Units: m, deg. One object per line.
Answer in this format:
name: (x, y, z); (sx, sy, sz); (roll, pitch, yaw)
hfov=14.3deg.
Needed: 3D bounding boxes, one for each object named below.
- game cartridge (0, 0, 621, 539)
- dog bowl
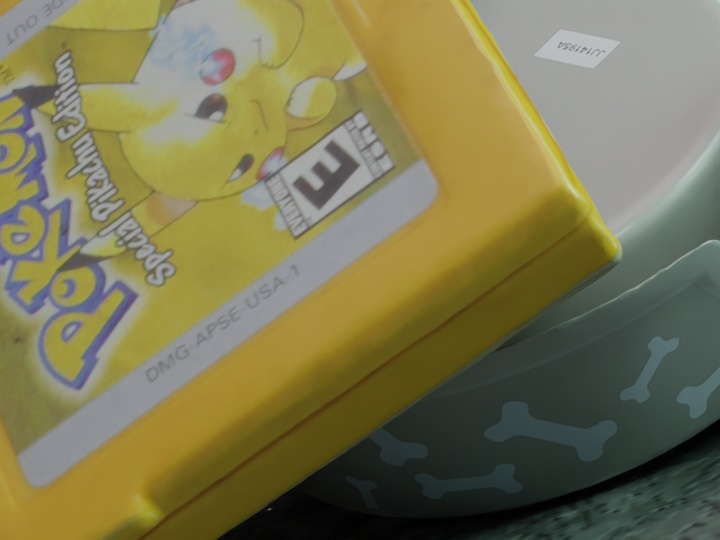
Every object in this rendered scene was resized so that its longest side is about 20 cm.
game cartridge: (-0.060, -0.013, 0.678); (0.200, 0.032, 0.177); (-34, 52, 7)
dog bowl: (0.037, -0.018, 0.728); (0.199, 0.059, 0.200); (-18, 34, 13)
